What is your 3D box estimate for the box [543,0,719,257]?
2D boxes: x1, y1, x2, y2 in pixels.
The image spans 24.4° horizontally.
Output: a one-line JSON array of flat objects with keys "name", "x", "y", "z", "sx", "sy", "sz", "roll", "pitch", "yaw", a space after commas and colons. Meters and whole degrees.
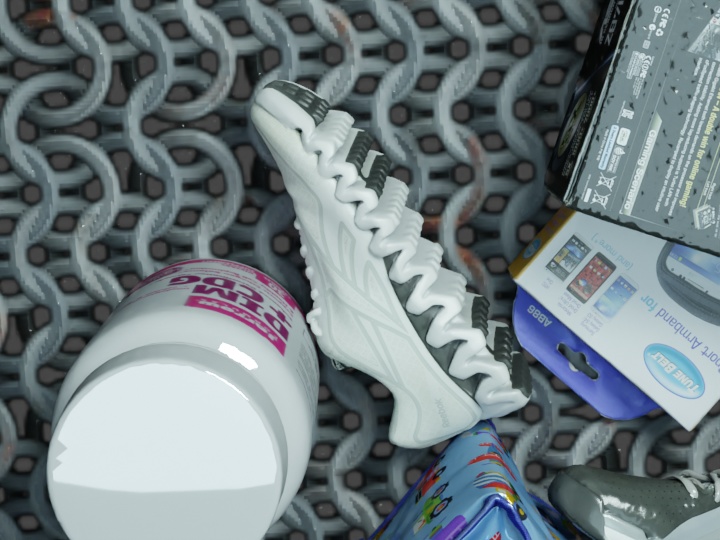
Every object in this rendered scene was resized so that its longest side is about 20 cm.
[{"name": "box", "x": 0.192, "y": -0.102, "z": 0.745, "sx": 0.163, "sy": 0.086, "sz": 0.201, "roll": 17, "pitch": 98, "yaw": -2}]

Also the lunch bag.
[{"name": "lunch bag", "x": 0.013, "y": 0.179, "z": 0.799, "sx": 0.200, "sy": 0.151, "sz": 0.094, "roll": -39, "pitch": 97, "yaw": 6}]

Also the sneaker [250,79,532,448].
[{"name": "sneaker", "x": 0.000, "y": 0.000, "z": 0.813, "sx": 0.081, "sy": 0.075, "sz": 0.200, "roll": -32, "pitch": 96, "yaw": 17}]

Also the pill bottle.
[{"name": "pill bottle", "x": -0.077, "y": 0.064, "z": 0.755, "sx": 0.113, "sy": 0.200, "sz": 0.114, "roll": 0, "pitch": 100, "yaw": 0}]

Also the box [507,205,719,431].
[{"name": "box", "x": 0.167, "y": -0.017, "z": 0.822, "sx": 0.119, "sy": 0.041, "sz": 0.200, "roll": 40, "pitch": 95, "yaw": -6}]

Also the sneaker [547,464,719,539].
[{"name": "sneaker", "x": 0.194, "y": 0.102, "z": 0.823, "sx": 0.200, "sy": 0.075, "sz": 0.116, "roll": 22, "pitch": 95, "yaw": -21}]
